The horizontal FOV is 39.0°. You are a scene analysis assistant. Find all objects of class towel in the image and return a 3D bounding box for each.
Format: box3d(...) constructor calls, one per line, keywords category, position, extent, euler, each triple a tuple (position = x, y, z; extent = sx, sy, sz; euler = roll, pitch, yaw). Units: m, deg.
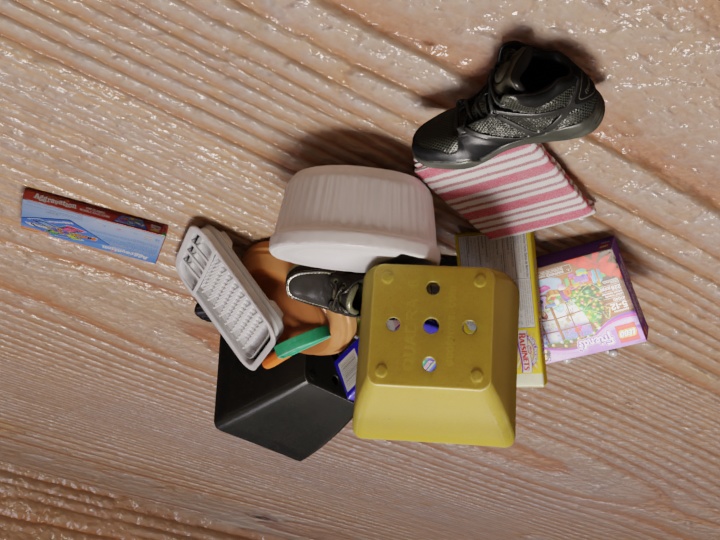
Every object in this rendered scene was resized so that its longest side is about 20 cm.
box3d(category="towel", position=(0.168, -0.099, 1.170), extent=(0.145, 0.030, 0.199), euler=(-12, 149, 33))

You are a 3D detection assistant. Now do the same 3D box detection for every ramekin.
box3d(category="ramekin", position=(-0.003, -0.058, 1.183), extent=(0.199, 0.096, 0.202), euler=(5, 172, 1))

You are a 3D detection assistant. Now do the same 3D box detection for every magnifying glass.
box3d(category="magnifying glass", position=(-0.099, 0.112, 1.436), extent=(0.079, 0.023, 0.200), euler=(-20, 175, -26))

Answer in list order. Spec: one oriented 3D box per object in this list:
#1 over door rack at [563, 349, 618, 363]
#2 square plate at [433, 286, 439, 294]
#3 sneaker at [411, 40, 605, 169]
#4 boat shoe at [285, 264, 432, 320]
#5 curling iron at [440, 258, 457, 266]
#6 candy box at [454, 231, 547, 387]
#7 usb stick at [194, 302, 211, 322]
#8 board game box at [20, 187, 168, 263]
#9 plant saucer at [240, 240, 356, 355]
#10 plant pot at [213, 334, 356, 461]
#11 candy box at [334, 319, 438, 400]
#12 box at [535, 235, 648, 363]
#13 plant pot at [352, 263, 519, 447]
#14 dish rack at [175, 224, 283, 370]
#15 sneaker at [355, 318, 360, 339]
box3d(category="over door rack", position=(0.290, 0.092, 1.449), extent=(0.146, 0.067, 0.200), euler=(-8, 156, 7))
box3d(category="square plate", position=(0.139, 0.053, 1.501), extent=(0.195, 0.029, 0.200), euler=(14, 155, -10))
box3d(category="sneaker", position=(0.126, -0.163, 0.990), extent=(0.197, 0.077, 0.114), euler=(-10, 148, 29))
box3d(category="boat shoe", position=(-0.007, 0.026, 1.328), extent=(0.198, 0.066, 0.073), euler=(6, 116, 10))
box3d(category="curling iron", position=(0.147, 0.001, 1.380), extent=(0.197, 0.050, 0.026), euler=(12, 113, 3))
box3d(category="candy box", position=(0.179, 0.048, 1.298), extent=(0.101, 0.203, 0.026), euler=(-4, -174, 23))
box3d(category="usb stick", position=(-0.175, 0.057, 1.609), extent=(0.198, 0.033, 0.055), euler=(-8, 158, 31))
box3d(category="board game box", position=(-0.377, -0.061, 1.437), extent=(0.197, 0.020, 0.103), euler=(15, 153, -14))
box3d(category="plant saucer", position=(-0.097, 0.049, 1.450), extent=(0.198, 0.038, 0.202), euler=(23, 140, 21))
box3d(category="plant pot", position=(-0.100, 0.168, 1.648), extent=(0.176, 0.202, 0.199), euler=(-25, 140, 34))
box3d(category="candy box", position=(0.093, 0.129, 1.452), extent=(0.199, 0.078, 0.169), euler=(23, 122, -38))
box3d(category="box", position=(0.256, 0.047, 1.320), extent=(0.198, 0.039, 0.138), euler=(-17, 110, 27))
box3d(category="plant pot", position=(0.086, 0.086, 1.175), extent=(0.197, 0.203, 0.177), euler=(2, 163, 7))
box3d(category="dish rack", position=(-0.180, 0.034, 1.439), extent=(0.201, 0.043, 0.172), euler=(54, 151, 7))
box3d(category="sneaker", position=(-0.013, 0.056, 1.490), extent=(0.197, 0.079, 0.091), euler=(18, 151, 5))
